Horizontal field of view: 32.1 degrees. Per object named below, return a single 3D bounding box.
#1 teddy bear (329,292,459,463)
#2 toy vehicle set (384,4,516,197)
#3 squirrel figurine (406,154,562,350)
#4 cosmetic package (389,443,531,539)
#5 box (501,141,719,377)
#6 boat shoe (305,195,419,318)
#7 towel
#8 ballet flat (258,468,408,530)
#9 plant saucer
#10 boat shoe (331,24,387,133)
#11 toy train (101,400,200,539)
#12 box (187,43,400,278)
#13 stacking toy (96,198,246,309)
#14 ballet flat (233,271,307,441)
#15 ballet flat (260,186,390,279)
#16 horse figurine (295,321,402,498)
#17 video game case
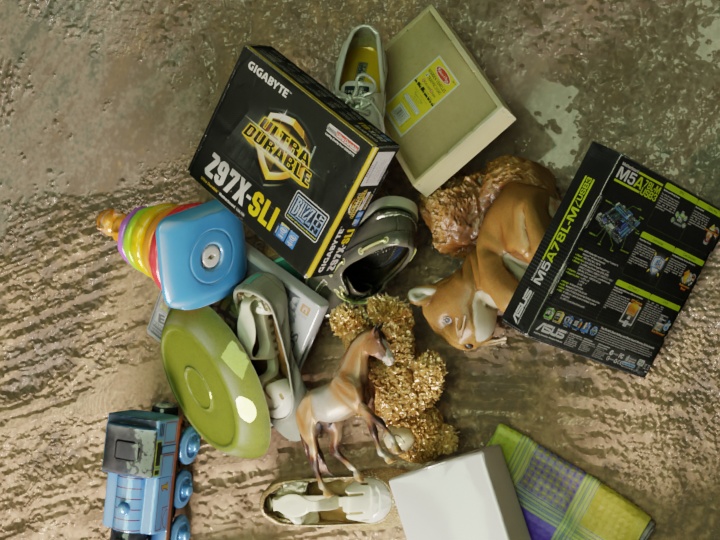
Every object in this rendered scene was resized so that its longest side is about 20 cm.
[{"bbox_3d":[0.031,0.120,1.339,0.145,0.067,0.200,1,107,22],"label":"teddy bear"},{"bbox_3d":[0.073,-0.186,1.341,0.124,0.027,0.200,-40,46,15],"label":"toy vehicle set"},{"bbox_3d":[0.137,-0.017,1.318,0.187,0.142,0.200,-40,55,28],"label":"squirrel figurine"},{"bbox_3d":[0.117,0.292,1.300,0.113,0.081,0.200,-18,81,20],"label":"cosmetic package"},{"bbox_3d":[0.254,-0.005,1.225,0.048,0.200,0.193,32,100,49],"label":"box"},{"bbox_3d":[-0.003,-0.001,1.347,0.202,0.072,0.060,-48,35,44],"label":"boat shoe"},{"bbox_3d":[0.196,0.269,1.323,0.200,0.023,0.144,34,100,19],"label":"towel"},{"bbox_3d":[-0.023,0.259,1.384,0.200,0.065,0.071,-10,86,20],"label":"ballet flat"},{"bbox_3d":[-0.170,0.126,1.397,0.200,0.031,0.200,35,139,39],"label":"plant saucer"},{"bbox_3d":[-0.003,-0.174,1.307,0.075,0.086,0.202,7,62,6],"label":"boat shoe"},{"bbox_3d":[-0.247,0.252,1.444,0.087,0.114,0.200,6,90,22],"label":"toy train"},{"bbox_3d":[-0.073,-0.113,1.280,0.200,0.049,0.160,41,118,26],"label":"box"},{"bbox_3d":[-0.229,-0.035,1.388,0.200,0.116,0.110,16,119,40],"label":"stacking toy"},{"bbox_3d":[-0.104,0.102,1.366,0.067,0.064,0.200,0,106,31],"label":"ballet flat"},{"bbox_3d":[-0.044,-0.044,1.407,0.200,0.068,0.072,-23,62,28],"label":"ballet flat"},{"bbox_3d":[-0.018,0.157,1.319,0.200,0.050,0.133,-42,67,46],"label":"horse figurine"},{"bbox_3d":[-0.146,0.054,1.430,0.200,0.023,0.182,35,122,19],"label":"video game case"}]
